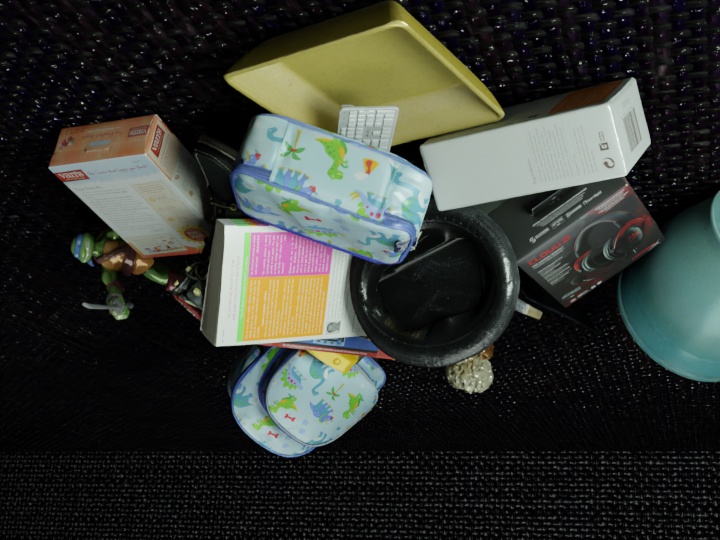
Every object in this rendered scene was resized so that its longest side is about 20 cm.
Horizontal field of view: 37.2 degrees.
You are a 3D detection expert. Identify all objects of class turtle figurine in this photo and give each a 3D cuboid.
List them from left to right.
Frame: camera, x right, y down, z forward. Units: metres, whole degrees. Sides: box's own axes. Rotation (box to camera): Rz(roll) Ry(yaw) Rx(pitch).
[{"bbox_3d":[-0.282,-0.007,1.418,0.191,0.146,0.200,6,166,-23],"label":"turtle figurine"}]

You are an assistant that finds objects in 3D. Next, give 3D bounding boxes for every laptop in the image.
[{"bbox_3d":[0.195,0.022,1.473,0.198,0.118,0.186,-13,156,39],"label":"laptop"}]

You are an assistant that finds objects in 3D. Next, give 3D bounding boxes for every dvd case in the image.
[{"bbox_3d":[0.164,0.024,1.418,0.147,0.016,0.200,26,-177,16],"label":"dvd case"}]

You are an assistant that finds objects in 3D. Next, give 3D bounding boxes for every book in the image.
[{"bbox_3d":[-0.072,0.010,1.195,0.197,0.136,0.048,-1,-161,-31],"label":"book"}]

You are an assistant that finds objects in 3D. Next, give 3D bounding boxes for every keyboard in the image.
[{"bbox_3d":[0.002,-0.121,1.089,0.055,0.011,0.200,4,162,-3],"label":"keyboard"}]

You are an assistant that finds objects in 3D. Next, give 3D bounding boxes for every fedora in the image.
[{"bbox_3d":[0.089,0.010,1.197,0.198,0.204,0.091,-5,-176,23],"label":"fedora"}]

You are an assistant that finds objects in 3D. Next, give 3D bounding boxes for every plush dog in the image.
[{"bbox_3d":[0.120,0.067,1.530,0.198,0.162,0.172,24,169,7],"label":"plush dog"}]

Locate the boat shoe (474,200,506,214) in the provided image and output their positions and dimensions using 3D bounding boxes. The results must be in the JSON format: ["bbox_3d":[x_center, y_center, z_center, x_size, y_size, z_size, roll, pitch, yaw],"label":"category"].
[{"bbox_3d":[0.138,-0.073,1.290,0.197,0.077,0.060,-11,-163,12],"label":"boat shoe"}]

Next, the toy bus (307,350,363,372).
[{"bbox_3d":[0.000,0.000,1.401,0.135,0.201,0.192,37,121,-9],"label":"toy bus"}]

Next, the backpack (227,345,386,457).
[{"bbox_3d":[-0.084,0.160,1.504,0.183,0.200,0.147,45,-175,-21],"label":"backpack"}]

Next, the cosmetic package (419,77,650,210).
[{"bbox_3d":[0.170,-0.122,1.045,0.198,0.072,0.101,-10,-162,32],"label":"cosmetic package"}]

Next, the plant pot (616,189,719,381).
[{"bbox_3d":[0.434,0.000,1.276,0.197,0.203,0.189,6,147,-10],"label":"plant pot"}]

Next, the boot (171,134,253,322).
[{"bbox_3d":[-0.157,-0.036,1.189,0.073,0.155,0.204,23,159,33],"label":"boot"}]

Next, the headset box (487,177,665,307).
[{"bbox_3d":[0.245,-0.053,1.213,0.148,0.076,0.200,-35,149,14],"label":"headset box"}]

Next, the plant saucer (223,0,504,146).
[{"bbox_3d":[0.007,-0.181,0.999,0.198,0.049,0.199,-8,159,33],"label":"plant saucer"}]

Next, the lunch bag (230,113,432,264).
[{"bbox_3d":[-0.030,-0.076,1.085,0.197,0.084,0.161,20,167,-2],"label":"lunch bag"}]

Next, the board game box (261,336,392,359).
[{"bbox_3d":[-0.028,0.049,1.279,0.197,0.104,0.019,8,-161,-26],"label":"board game box"}]

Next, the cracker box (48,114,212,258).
[{"bbox_3d":[-0.243,-0.092,1.233,0.132,0.058,0.200,-3,149,24],"label":"cracker box"}]
